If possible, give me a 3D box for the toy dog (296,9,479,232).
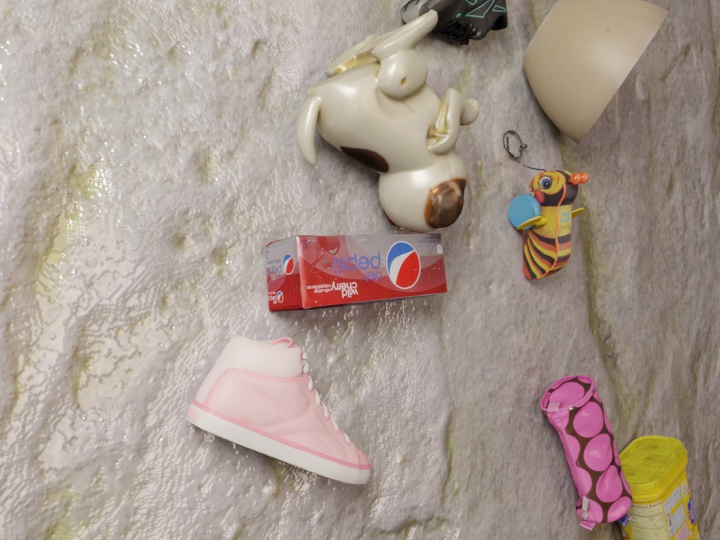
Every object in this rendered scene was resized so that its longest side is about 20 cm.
[{"bbox_3d":[0.045,-0.134,0.681,0.194,0.139,0.201,-49,117,-31],"label":"toy dog"}]

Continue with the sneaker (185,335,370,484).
[{"bbox_3d":[-0.055,0.126,0.606,0.199,0.075,0.106,31,72,-29],"label":"sneaker"}]

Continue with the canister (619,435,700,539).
[{"bbox_3d":[0.464,0.386,1.014,0.148,0.086,0.203,-23,102,-39],"label":"canister"}]

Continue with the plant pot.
[{"bbox_3d":[0.307,-0.299,0.905,0.134,0.201,0.201,33,59,8],"label":"plant pot"}]

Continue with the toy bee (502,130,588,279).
[{"bbox_3d":[0.252,-0.089,0.868,0.131,0.108,0.202,-37,109,-34],"label":"toy bee"}]

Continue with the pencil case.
[{"bbox_3d":[0.312,0.252,0.902,0.093,0.090,0.202,-27,101,-24],"label":"pencil case"}]

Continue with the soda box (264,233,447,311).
[{"bbox_3d":[0.000,0.000,0.674,0.198,0.063,0.071,-3,87,-40],"label":"soda box"}]

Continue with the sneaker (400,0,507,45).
[{"bbox_3d":[0.128,-0.324,0.809,0.199,0.075,0.080,-34,109,-37],"label":"sneaker"}]
